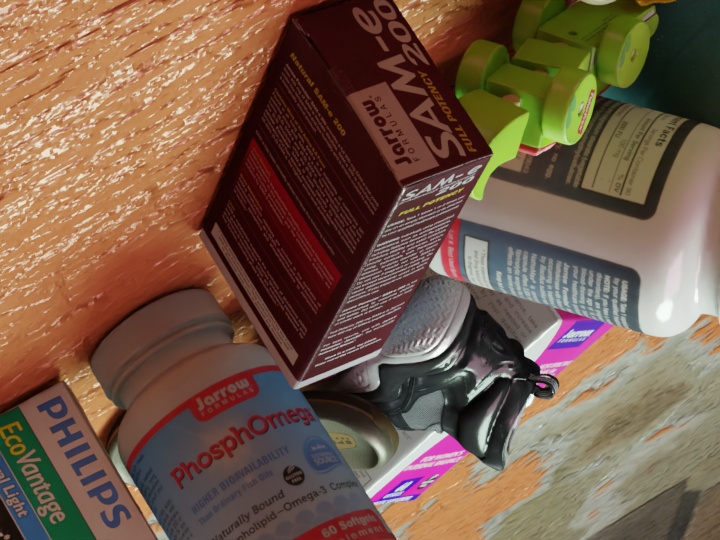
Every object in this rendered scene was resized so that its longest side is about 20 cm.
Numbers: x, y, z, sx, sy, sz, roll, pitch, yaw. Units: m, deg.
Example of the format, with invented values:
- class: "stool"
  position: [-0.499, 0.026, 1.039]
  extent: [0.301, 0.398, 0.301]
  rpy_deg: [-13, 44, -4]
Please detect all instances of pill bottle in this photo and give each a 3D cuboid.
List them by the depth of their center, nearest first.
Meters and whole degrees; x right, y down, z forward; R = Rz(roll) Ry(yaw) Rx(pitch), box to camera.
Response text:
- class: "pill bottle"
  position: [0.144, -0.030, 1.463]
  extent: [0.120, 0.199, 0.120]
  rpy_deg: [17, 90, -72]
- class: "pill bottle"
  position: [-0.068, 0.113, 1.505]
  extent: [0.109, 0.200, 0.109]
  rpy_deg: [-30, 161, -12]

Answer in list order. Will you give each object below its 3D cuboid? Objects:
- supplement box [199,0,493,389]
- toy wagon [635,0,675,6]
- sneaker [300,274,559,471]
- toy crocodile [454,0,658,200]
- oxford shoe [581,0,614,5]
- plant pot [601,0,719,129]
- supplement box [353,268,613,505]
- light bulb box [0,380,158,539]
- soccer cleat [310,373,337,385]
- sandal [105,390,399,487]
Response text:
- class: "supplement box"
  position: [-0.012, -0.038, 1.377]
  extent: [0.061, 0.109, 0.200]
  rpy_deg: [-21, 158, -29]
- class: "toy wagon"
  position: [0.199, -0.217, 1.400]
  extent: [0.155, 0.040, 0.200]
  rpy_deg: [-13, 152, -45]
- class: "sneaker"
  position: [0.036, 0.081, 1.614]
  extent: [0.200, 0.114, 0.076]
  rpy_deg: [-35, -157, 52]
- class: "toy crocodile"
  position: [0.100, -0.099, 1.409]
  extent: [0.200, 0.067, 0.062]
  rpy_deg: [-43, 146, -52]
- class: "oxford shoe"
  position: [0.147, -0.194, 1.284]
  extent: [0.071, 0.074, 0.200]
  rpy_deg: [14, 133, -16]
- class: "plant pot"
  position: [0.259, -0.088, 1.551]
  extent: [0.200, 0.188, 0.200]
  rpy_deg: [-36, 162, -13]
- class: "supplement box"
  position: [0.051, 0.053, 1.709]
  extent: [0.200, 0.103, 0.101]
  rpy_deg: [-44, 160, 23]
- class: "light bulb box"
  position: [-0.225, 0.192, 1.555]
  extent: [0.199, 0.125, 0.198]
  rpy_deg: [-28, 160, -15]
- class: "soccer cleat"
  position: [0.000, 0.000, 1.545]
  extent: [0.086, 0.070, 0.200]
  rpy_deg: [-24, 158, -26]
- class: "sandal"
  position: [-0.071, 0.114, 1.603]
  extent: [0.199, 0.055, 0.082]
  rpy_deg: [-3, 143, 27]
